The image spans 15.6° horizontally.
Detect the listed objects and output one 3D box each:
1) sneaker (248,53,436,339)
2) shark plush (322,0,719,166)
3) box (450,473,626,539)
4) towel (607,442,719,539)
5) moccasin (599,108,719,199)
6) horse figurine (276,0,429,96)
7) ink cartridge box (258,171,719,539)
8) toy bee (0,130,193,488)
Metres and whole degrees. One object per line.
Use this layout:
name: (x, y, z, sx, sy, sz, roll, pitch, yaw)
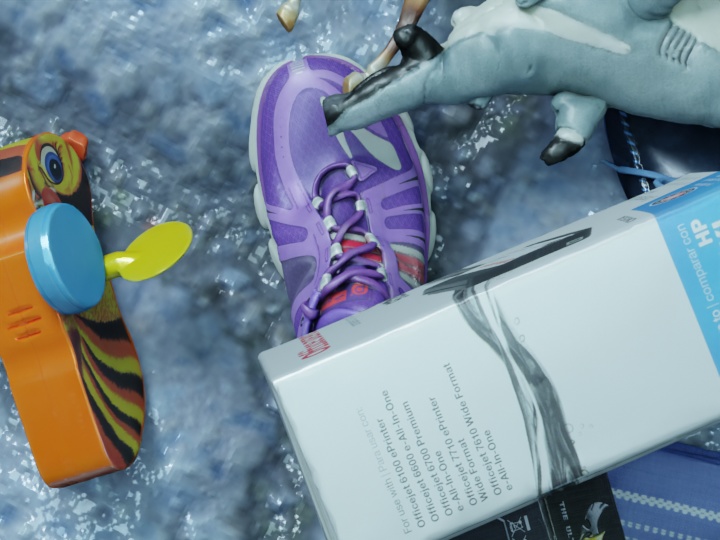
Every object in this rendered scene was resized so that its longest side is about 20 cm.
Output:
sneaker: (0.000, 0.000, 1.132, 0.080, 0.083, 0.201, -12, 80, 0)
shark plush: (0.086, -0.085, 1.106, 0.199, 0.091, 0.084, -9, 83, -12)
box: (0.054, 0.197, 1.072, 0.158, 0.048, 0.201, -24, 77, 40)
towel: (0.134, 0.175, 1.134, 0.144, 0.024, 0.201, 12, 83, 2)
moccasin: (0.171, -0.013, 1.134, 0.080, 0.068, 0.201, -30, 79, -2)
horse figurine: (0.000, -0.174, 1.134, 0.132, 0.050, 0.200, -38, 105, -10)
ink cartridge box: (0.066, 0.036, 1.019, 0.199, 0.145, 0.084, -23, 94, -3)
toy bee: (-0.133, -0.015, 1.138, 0.130, 0.109, 0.201, 4, 112, 16)
